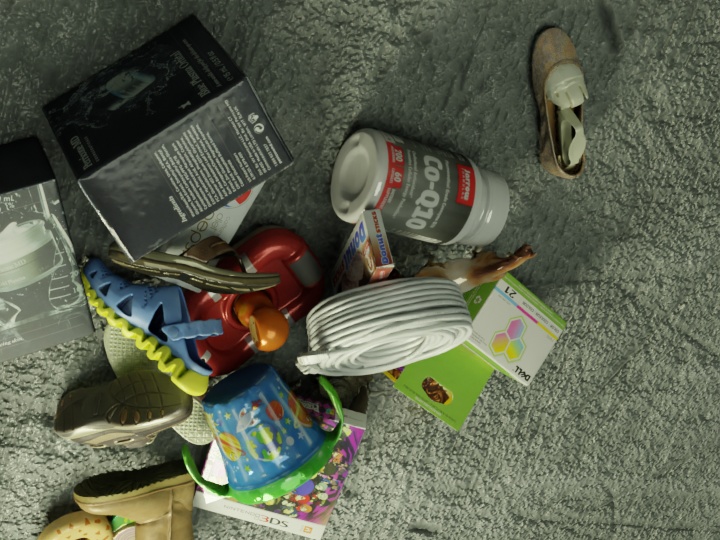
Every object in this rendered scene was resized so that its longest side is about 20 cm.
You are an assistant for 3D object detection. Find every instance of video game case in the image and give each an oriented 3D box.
[{"bbox_3d":[-0.106,0.244,1.739,0.180,0.036,0.201,17,120,-8],"label":"video game case"}]

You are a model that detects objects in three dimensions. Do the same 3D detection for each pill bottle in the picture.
[{"bbox_3d":[0.075,-0.095,1.634,0.199,0.114,0.114,12,112,-31],"label":"pill bottle"}]

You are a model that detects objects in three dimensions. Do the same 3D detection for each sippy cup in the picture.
[{"bbox_3d":[-0.120,0.187,1.618,0.178,0.139,0.131,-37,107,-31],"label":"sippy cup"}]

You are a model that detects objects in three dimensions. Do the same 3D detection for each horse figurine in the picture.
[{"bbox_3d":[0.120,0.000,1.692,0.199,0.133,0.050,-12,102,5],"label":"horse figurine"}]

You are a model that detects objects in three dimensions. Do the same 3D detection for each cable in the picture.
[{"bbox_3d":[0.033,0.068,1.611,0.199,0.070,0.200,-21,161,19],"label":"cable"}]

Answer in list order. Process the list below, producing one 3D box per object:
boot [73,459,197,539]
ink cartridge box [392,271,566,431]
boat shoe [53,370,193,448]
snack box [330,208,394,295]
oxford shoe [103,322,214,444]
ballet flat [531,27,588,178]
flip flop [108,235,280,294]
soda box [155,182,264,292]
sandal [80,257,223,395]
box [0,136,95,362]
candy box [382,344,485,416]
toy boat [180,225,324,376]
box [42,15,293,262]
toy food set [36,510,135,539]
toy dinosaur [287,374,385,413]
[{"bbox_3d":[-0.275,0.351,1.702,0.174,0.066,0.201,-6,106,-33],"label":"boot"},{"bbox_3d":[0.159,0.110,1.790,0.148,0.076,0.201,37,83,-36],"label":"ink cartridge box"},{"bbox_3d":[-0.271,0.168,1.606,0.199,0.075,0.073,-9,147,32],"label":"boat shoe"},{"bbox_3d":[0.000,0.000,1.611,0.024,0.072,0.200,-8,160,-16],"label":"snack box"},{"bbox_3d":[-0.242,0.129,1.652,0.075,0.058,0.200,-34,113,10],"label":"oxford shoe"},{"bbox_3d":[0.256,-0.203,1.688,0.068,0.067,0.201,-21,125,-14],"label":"ballet flat"},{"bbox_3d":[-0.181,-0.013,1.513,0.199,0.081,0.058,13,77,-18],"label":"flip flop"},{"bbox_3d":[-0.172,-0.079,1.556,0.068,0.064,0.201,23,107,-33],"label":"soda box"},{"bbox_3d":[-0.233,0.049,1.551,0.200,0.079,0.087,40,93,1],"label":"sandal"},{"bbox_3d":[-0.408,-0.011,1.447,0.199,0.124,0.198,-18,122,-16],"label":"box"},{"bbox_3d":[0.075,0.108,1.808,0.102,0.026,0.200,-48,127,1],"label":"candy box"},{"bbox_3d":[-0.126,0.051,1.611,0.200,0.131,0.131,-37,127,-2],"label":"toy boat"},{"bbox_3d":[-0.205,-0.142,1.419,0.199,0.197,0.118,-33,126,-5],"label":"box"},{"bbox_3d":[-0.332,0.387,1.760,0.197,0.049,0.201,3,116,-27],"label":"toy food set"},{"bbox_3d":[-0.062,0.177,1.751,0.199,0.077,0.103,-31,113,-11],"label":"toy dinosaur"}]
